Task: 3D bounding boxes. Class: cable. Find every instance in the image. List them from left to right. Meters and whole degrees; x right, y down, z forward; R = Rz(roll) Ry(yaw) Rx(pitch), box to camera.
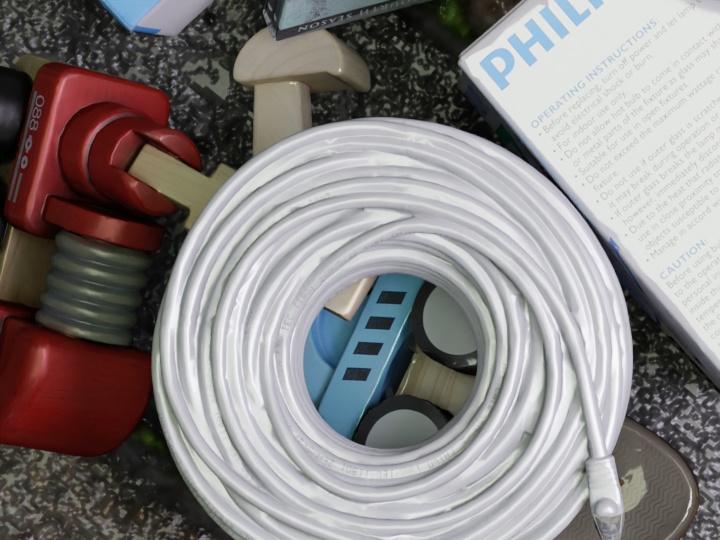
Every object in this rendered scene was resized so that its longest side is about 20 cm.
[{"bbox_3d":[0.014,0.037,1.229,0.200,0.069,0.200,2,88,5],"label":"cable"}]

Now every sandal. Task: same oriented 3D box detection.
[{"bbox_3d":[0.066,0.078,1.384,0.200,0.055,0.082,34,94,2],"label":"sandal"}]

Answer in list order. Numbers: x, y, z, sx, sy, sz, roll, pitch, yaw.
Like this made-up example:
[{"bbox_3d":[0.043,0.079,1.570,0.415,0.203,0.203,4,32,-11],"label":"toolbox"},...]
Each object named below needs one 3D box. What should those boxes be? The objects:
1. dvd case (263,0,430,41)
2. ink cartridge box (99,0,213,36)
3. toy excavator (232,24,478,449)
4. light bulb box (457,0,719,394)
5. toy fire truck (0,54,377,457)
[{"bbox_3d":[0.037,-0.174,1.291,0.146,0.200,0.022,-16,70,-17],"label":"dvd case"},{"bbox_3d":[-0.133,-0.207,1.339,0.084,0.146,0.200,-42,90,6],"label":"ink cartridge box"},{"bbox_3d":[0.000,0.000,1.346,0.200,0.100,0.195,23,89,25],"label":"toy excavator"},{"bbox_3d":[0.150,-0.053,1.304,0.125,0.198,0.200,-41,89,2],"label":"light bulb box"},{"bbox_3d":[-0.102,0.005,1.321,0.129,0.200,0.176,13,93,-35],"label":"toy fire truck"}]
